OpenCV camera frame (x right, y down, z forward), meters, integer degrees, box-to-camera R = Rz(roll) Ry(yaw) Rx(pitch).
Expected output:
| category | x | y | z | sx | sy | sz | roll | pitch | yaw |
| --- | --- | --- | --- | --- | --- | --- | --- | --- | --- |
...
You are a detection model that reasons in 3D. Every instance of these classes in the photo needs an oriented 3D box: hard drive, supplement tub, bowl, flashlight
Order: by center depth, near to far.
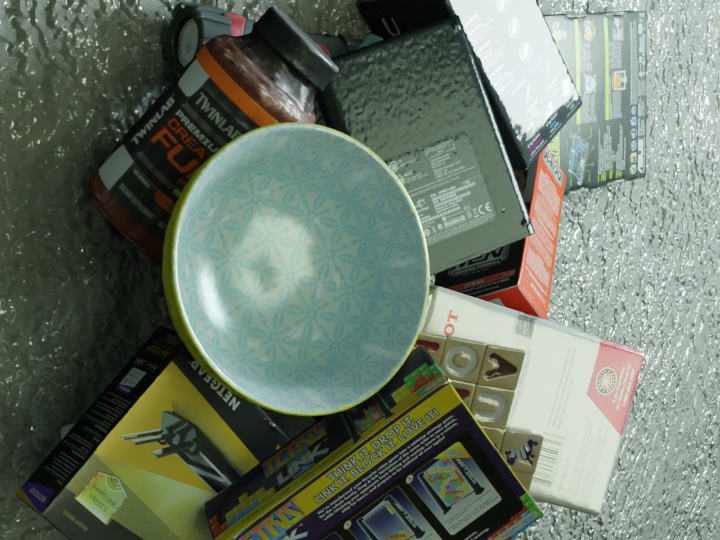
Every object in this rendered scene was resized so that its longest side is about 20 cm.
| category | x | y | z | sx | sy | sz | roll | pitch | yaw |
| --- | --- | --- | --- | --- | --- | --- | --- | --- | --- |
| bowl | -0.061 | 0.003 | 0.736 | 0.199 | 0.108 | 0.201 | 3 | 83 | -31 |
| supplement tub | -0.109 | -0.105 | 0.781 | 0.200 | 0.107 | 0.107 | -47 | 128 | 10 |
| hard drive | 0.053 | -0.101 | 0.871 | 0.139 | 0.033 | 0.201 | -21 | 96 | -11 |
| flashlight | -0.070 | -0.181 | 0.877 | 0.199 | 0.068 | 0.068 | 3 | 104 | -40 |

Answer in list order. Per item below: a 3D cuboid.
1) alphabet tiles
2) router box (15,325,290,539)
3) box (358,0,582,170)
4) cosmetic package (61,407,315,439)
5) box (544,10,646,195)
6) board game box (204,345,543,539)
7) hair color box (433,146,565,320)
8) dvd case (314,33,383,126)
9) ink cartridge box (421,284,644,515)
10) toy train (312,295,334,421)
| category | x | y | z | sx | sy | sz | roll | pitch | yaw |
| --- | --- | --- | --- | --- | --- | --- | --- | --- | --- |
| alphabet tiles | 0.061 | 0.150 | 0.809 | 0.166 | 0.008 | 0.201 | 11 | 102 | -11 |
| router box | -0.128 | 0.166 | 0.760 | 0.157 | 0.052 | 0.200 | -52 | 125 | -21 |
| box | 0.109 | -0.209 | 0.987 | 0.106 | 0.122 | 0.200 | -48 | 124 | -24 |
| cosmetic package | -0.135 | 0.154 | 0.850 | 0.199 | 0.102 | 0.074 | -10 | 103 | -37 |
| box | 0.256 | -0.192 | 1.165 | 0.193 | 0.047 | 0.201 | -14 | 106 | -36 |
| board game box | 0.013 | 0.178 | 0.757 | 0.200 | 0.057 | 0.166 | -36 | 120 | -1 |
| hair color box | 0.138 | -0.030 | 1.006 | 0.061 | 0.101 | 0.200 | 49 | 40 | -32 |
| dvd case | 0.016 | -0.100 | 0.949 | 0.146 | 0.022 | 0.200 | -53 | 137 | -8 |
| ink cartridge box | 0.121 | 0.107 | 0.868 | 0.199 | 0.083 | 0.147 | 18 | 87 | -12 |
| toy train | -0.062 | 0.028 | 0.840 | 0.114 | 0.200 | 0.087 | -45 | 161 | 12 |
